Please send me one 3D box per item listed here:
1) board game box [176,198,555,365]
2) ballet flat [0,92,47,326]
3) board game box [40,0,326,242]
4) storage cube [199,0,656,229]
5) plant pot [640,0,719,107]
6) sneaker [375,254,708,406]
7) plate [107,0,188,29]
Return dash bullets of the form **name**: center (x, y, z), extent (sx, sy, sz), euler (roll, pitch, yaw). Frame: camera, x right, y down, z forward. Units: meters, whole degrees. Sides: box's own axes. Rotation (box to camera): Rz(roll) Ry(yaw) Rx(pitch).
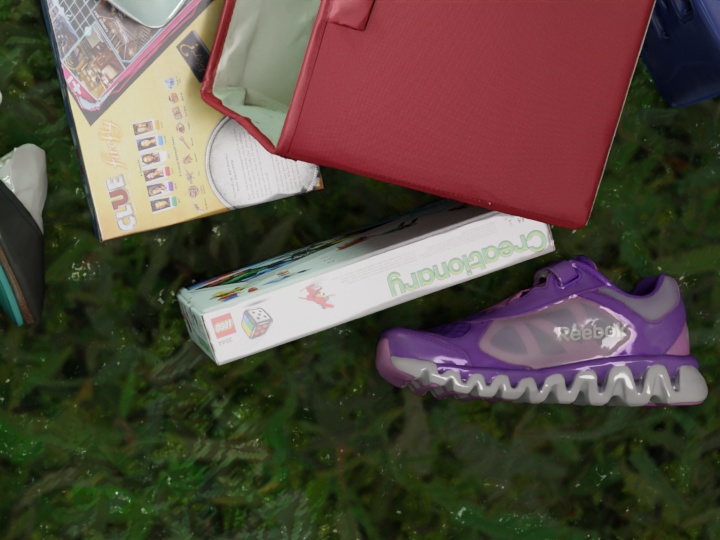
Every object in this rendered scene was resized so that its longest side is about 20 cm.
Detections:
- **board game box**: center (0.000, 0.000, 1.640), extent (0.200, 0.126, 0.035), euler (-19, 98, -7)
- **ballet flat**: center (-0.218, -0.066, 1.628), extent (0.068, 0.068, 0.200), euler (-36, 101, -14)
- **board game box**: center (-0.107, -0.129, 1.655), extent (0.135, 0.035, 0.201), euler (-13, 98, -9)
- **storage cube**: center (0.039, -0.141, 1.548), extent (0.179, 0.171, 0.200), euler (14, 99, -20)
- **plant pot**: center (0.227, -0.221, 1.627), extent (0.200, 0.200, 0.180), euler (-32, 93, -5)
- **sneaker**: center (0.105, 0.035, 1.691), extent (0.200, 0.080, 0.089), euler (1, 88, -15)
- **plate**: center (-0.132, -0.262, 1.616), extent (0.199, 0.032, 0.200), euler (37, 78, 1)
